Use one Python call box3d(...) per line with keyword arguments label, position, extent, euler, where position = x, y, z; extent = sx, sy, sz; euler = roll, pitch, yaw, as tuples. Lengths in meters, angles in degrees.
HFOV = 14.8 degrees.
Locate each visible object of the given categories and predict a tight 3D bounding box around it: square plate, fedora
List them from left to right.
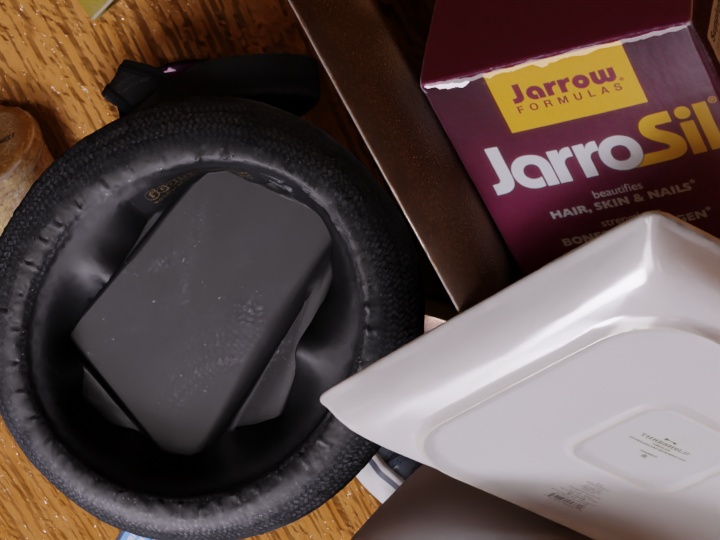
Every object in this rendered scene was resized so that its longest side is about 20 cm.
box3d(label="fedora", position=(-0.060, 0.015, 1.177), extent=(0.199, 0.092, 0.202), euler=(4, 106, 13))
box3d(label="square plate", position=(0.118, 0.059, 1.072), extent=(0.199, 0.029, 0.198), euler=(25, 142, -30))

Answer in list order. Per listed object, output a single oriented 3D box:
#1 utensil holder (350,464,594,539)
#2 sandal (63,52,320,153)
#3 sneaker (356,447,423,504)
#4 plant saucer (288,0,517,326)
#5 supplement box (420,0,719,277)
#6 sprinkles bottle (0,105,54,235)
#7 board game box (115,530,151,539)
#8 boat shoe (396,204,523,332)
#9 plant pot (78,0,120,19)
box3d(label="utensil holder", position=(0.054, 0.173, 1.202), extent=(0.169, 0.200, 0.171), euler=(3, 102, 14))
box3d(label="sandal", position=(-0.073, -0.077, 1.222), extent=(0.075, 0.048, 0.200), euler=(-1, 170, -28))
box3d(label="sneaker", position=(0.084, 0.112, 1.327), extent=(0.200, 0.078, 0.080), euler=(37, 107, 3))
box3d(label="plant saucer", position=(0.013, -0.059, 1.102), extent=(0.201, 0.032, 0.200), euler=(62, -178, -4))
box3d(label="supplement box", position=(0.115, -0.038, 1.064), extent=(0.110, 0.086, 0.200), euler=(-12, 131, 24))
box3d(label="sprinkles bottle", position=(-0.153, 0.010, 1.395), extent=(0.068, 0.068, 0.200), euler=(7, 140, 33))
box3d(label="board game box", position=(-0.077, 0.093, 1.365), extent=(0.036, 0.152, 0.200), euler=(31, 148, 0))
box3d(label="boat shoe", position=(0.000, 0.000, 1.250), extent=(0.199, 0.070, 0.071), euler=(25, 139, 7))
box3d(label="plant pot", position=(-0.046, -0.235, 0.877), extent=(0.177, 0.200, 0.200), euler=(48, 146, -4))
